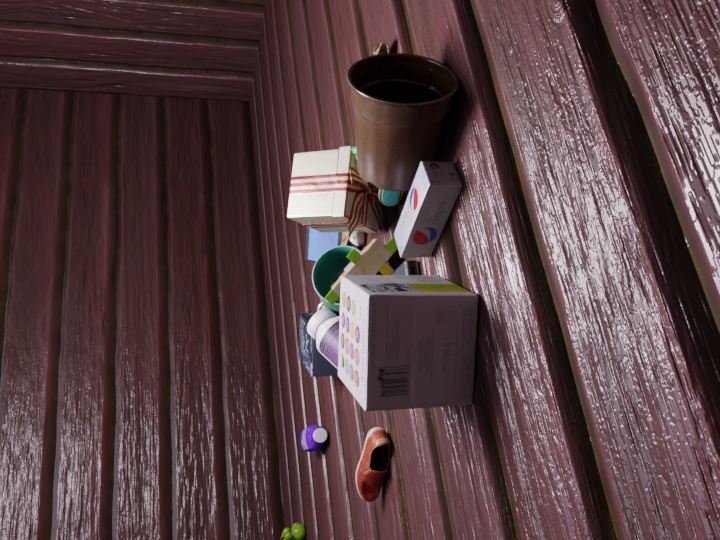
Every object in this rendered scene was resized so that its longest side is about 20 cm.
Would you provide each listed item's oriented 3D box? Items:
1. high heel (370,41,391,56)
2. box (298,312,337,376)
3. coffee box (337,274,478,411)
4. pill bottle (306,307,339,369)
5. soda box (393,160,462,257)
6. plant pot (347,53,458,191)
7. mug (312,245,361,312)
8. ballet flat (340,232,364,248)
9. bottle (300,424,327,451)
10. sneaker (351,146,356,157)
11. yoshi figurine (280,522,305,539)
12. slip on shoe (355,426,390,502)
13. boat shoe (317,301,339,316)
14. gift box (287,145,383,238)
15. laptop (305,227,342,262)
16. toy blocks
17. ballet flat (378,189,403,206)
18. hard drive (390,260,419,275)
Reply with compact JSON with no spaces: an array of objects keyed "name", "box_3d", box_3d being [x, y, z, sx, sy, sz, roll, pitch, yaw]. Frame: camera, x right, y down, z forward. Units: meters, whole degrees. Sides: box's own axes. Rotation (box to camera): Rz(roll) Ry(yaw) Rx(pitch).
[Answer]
[{"name":"high heel","box_3d":[0.041,-0.412,1.501,0.143,0.071,0.201,104,168,-58]},{"name":"box","box_3d":[-0.119,0.224,2.028,0.200,0.106,0.150,-151,62,-70]},{"name":"coffee box","box_3d":[0.078,0.121,1.193,0.198,0.198,0.202,-148,59,-71]},{"name":"pill bottle","box_3d":[-0.037,0.181,1.605,0.200,0.111,0.112,39,135,30]},{"name":"soda box","box_3d":[0.124,-0.111,1.252,0.201,0.068,0.064,109,154,-48]},{"name":"plant pot","box_3d":[0.070,-0.270,1.240,0.201,0.199,0.199,-109,17,-46]},{"name":"mug","box_3d":[-0.032,0.043,1.646,0.114,0.151,0.186,63,-170,-69]},{"name":"ballet flat","box_3d":[-0.018,-0.075,1.770,0.065,0.070,0.201,44,142,26]},{"name":"bottle","box_3d":[-0.156,0.568,2.244,0.200,0.065,0.084,129,136,-65]},{"name":"sneaker","box_3d":[0.042,-0.313,1.405,0.201,0.083,0.074,-56,-11,25]},{"name":"yoshi figurine","box_3d":[-0.254,1.061,2.604,0.112,0.112,0.201,-54,-24,-34]},{"name":"slip on shoe","box_3d":[0.034,0.478,1.596,0.061,0.073,0.202,-132,48,-61]},{"name":"boat shoe","box_3d":[-0.051,0.148,1.745,0.060,0.072,0.200,51,174,42]},{"name":"gift box","box_3d":[-0.044,-0.169,1.553,0.185,0.184,0.202,-1,85,30]},{"name":"laptop","box_3d":[-0.087,-0.080,1.907,0.200,0.102,0.179,-127,39,-63]},{"name":"toy blocks","box_3d":[0.000,0.000,1.523,0.200,0.100,0.137,-49,6,-1]},{"name":"ballet flat","box_3d":[0.078,-0.232,1.420,0.071,0.070,0.201,-108,24,-45]},{"name":"hard drive","box_3d":[0.099,0.096,1.412,0.140,0.033,0.202,131,136,-66]}]
